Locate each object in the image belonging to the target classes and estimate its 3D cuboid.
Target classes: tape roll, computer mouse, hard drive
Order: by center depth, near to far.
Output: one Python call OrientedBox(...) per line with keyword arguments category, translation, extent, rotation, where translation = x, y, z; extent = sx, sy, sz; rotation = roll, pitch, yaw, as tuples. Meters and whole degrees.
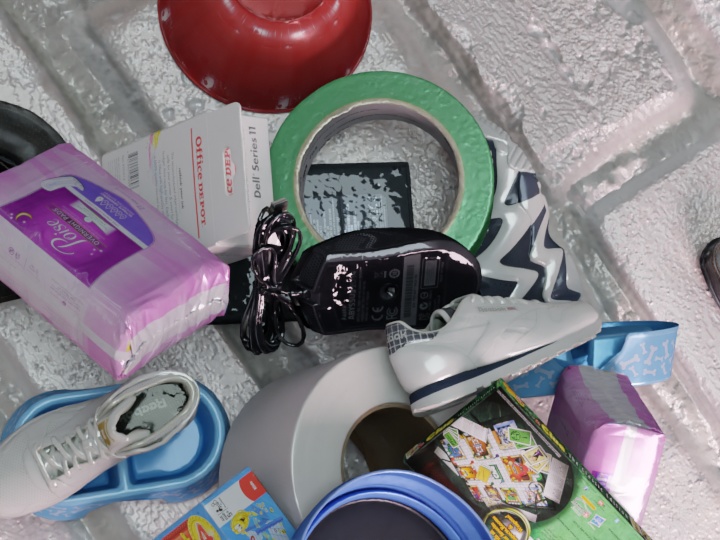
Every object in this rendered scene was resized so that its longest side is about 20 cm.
OrientedBox(category="computer mouse", translation=(0.000, 0.000, 1.581), extent=(0.199, 0.053, 0.139), rotation=(-1, 122, -15))
OrientedBox(category="tape roll", translation=(-0.001, 0.173, 1.600), extent=(0.202, 0.139, 0.203), rotation=(7, 75, -29))
OrientedBox(category="tape roll", translation=(0.017, -0.072, 1.671), extent=(0.200, 0.048, 0.201), rotation=(-1, 78, 4))
OrientedBox(category="hard drive", translation=(-0.052, -0.025, 1.713), extent=(0.199, 0.033, 0.140), rotation=(-2, 79, -10))

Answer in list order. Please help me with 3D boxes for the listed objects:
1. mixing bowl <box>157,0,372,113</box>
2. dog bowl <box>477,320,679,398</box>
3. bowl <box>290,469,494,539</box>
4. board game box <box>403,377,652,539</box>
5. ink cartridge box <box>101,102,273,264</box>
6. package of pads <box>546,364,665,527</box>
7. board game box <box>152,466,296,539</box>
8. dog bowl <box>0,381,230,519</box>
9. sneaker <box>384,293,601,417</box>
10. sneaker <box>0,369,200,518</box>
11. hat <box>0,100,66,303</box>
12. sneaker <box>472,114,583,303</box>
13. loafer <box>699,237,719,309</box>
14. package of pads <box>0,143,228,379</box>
OrientedBox(category="mixing bowl", translation=(-0.079, -0.250, 1.715), extent=(0.199, 0.108, 0.201), rotation=(2, 79, -9))
OrientedBox(category="dog bowl", translation=(0.185, 0.079, 1.698), extent=(0.199, 0.111, 0.050), rotation=(-5, 94, -11))
OrientedBox(category="bowl", translation=(0.026, 0.256, 1.482), extent=(0.200, 0.039, 0.201), rotation=(12, 67, -29))
OrientedBox(category="board game box", translation=(0.139, 0.189, 1.545), extent=(0.105, 0.023, 0.200), rotation=(-40, 104, 13))
OrientedBox(category="ink cartridge box", translation=(-0.134, -0.063, 1.620), extent=(0.067, 0.200, 0.118), rotation=(4, 77, -41))
OrientedBox(category="package of pads", translation=(0.191, 0.192, 1.623), extent=(0.075, 0.121, 0.201), rotation=(9, 110, -10))
OrientedBox(category="board game box", translation=(-0.091, 0.282, 1.558), extent=(0.056, 0.200, 0.196), rotation=(-35, 85, -38))
OrientedBox(category="dog bowl", translation=(-0.207, 0.147, 1.636), extent=(0.199, 0.050, 0.112), rotation=(-8, 80, -12))
OrientedBox(category="sneaker", translation=(0.113, 0.051, 1.573), extent=(0.200, 0.076, 0.081), rotation=(-19, 78, -33))
OrientedBox(category="sneaker", translation=(-0.221, 0.134, 1.545), extent=(0.200, 0.116, 0.074), rotation=(-29, 87, -12))
OrientedBox(category="hat", translation=(-0.343, -0.054, 1.645), extent=(0.200, 0.081, 0.201), rotation=(4, 81, -28))
OrientedBox(category="sneaker", translation=(0.100, -0.032, 1.716), extent=(0.129, 0.079, 0.200), rotation=(-26, 94, -22))
OrientedBox(category="loafer", translation=(0.394, 0.043, 1.755), extent=(0.200, 0.072, 0.073), rotation=(45, 76, 2))
OrientedBox(category="package of pads", translation=(-0.215, -0.009, 1.547), extent=(0.200, 0.076, 0.120), rotation=(37, 45, 23))
